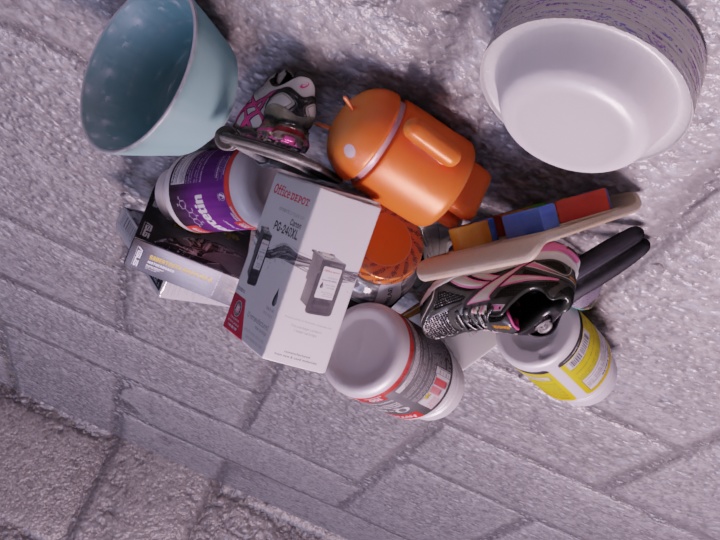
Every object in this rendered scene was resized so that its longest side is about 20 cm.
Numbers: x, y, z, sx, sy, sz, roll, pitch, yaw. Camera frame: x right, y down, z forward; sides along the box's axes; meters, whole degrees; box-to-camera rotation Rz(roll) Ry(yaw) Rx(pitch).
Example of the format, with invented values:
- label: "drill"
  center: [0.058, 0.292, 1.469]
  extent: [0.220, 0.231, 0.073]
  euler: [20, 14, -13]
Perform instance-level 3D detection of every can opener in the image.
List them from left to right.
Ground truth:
- label: "can opener"
  center: [0.249, 0.011, 1.234]
  extent: [0.200, 0.079, 0.063]
  euler: [-35, 146, 16]

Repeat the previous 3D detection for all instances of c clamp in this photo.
- label: "c clamp"
  center: [-0.106, -0.128, 1.185]
  extent: [0.171, 0.027, 0.200]
  euler: [21, 180, 8]

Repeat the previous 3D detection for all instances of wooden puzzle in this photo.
- label: "wooden puzzle"
  center: [0.182, -0.049, 1.163]
  extent: [0.185, 0.200, 0.046]
  euler: [-12, 99, 50]

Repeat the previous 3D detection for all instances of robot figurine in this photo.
- label: "robot figurine"
  center: [0.046, -0.125, 1.174]
  extent: [0.200, 0.117, 0.144]
  euler: [31, -162, -16]

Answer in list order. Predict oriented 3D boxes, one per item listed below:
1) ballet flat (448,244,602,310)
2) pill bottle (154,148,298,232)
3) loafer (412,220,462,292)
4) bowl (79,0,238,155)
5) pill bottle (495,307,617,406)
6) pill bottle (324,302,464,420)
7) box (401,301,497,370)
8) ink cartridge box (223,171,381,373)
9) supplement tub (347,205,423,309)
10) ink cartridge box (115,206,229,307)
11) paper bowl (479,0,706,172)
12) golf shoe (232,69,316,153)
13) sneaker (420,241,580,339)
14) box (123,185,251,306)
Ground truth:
- label: "ballet flat"
  center: [0.212, -0.012, 1.309]
  extent: [0.200, 0.072, 0.072]
  euler: [18, 155, -6]
- label: "pill bottle"
  center: [-0.184, -0.108, 1.402]
  extent: [0.200, 0.113, 0.112]
  euler: [-2, 144, 43]
- label: "loafer"
  center: [0.080, -0.030, 1.364]
  extent: [0.070, 0.070, 0.200]
  euler: [-17, 151, -15]
- label: "bowl"
  center: [-0.214, -0.209, 1.180]
  extent: [0.201, 0.201, 0.105]
  euler: [-1, 164, 41]
- label: "pill bottle"
  center: [0.271, 0.110, 1.417]
  extent: [0.114, 0.114, 0.200]
  euler: [5, 159, 34]
- label: "pill bottle"
  center: [0.048, 0.120, 1.294]
  extent: [0.116, 0.116, 0.200]
  euler: [6, 165, 32]
- label: "box"
  center: [0.112, 0.090, 1.489]
  extent: [0.098, 0.124, 0.200]
  euler: [57, 149, 0]
- label: "ink cartridge box"
  center: [-0.069, -0.004, 1.193]
  extent: [0.083, 0.200, 0.145]
  euler: [17, -176, -27]
- label: "supplement tub"
  center: [0.000, 0.000, 1.312]
  extent: [0.122, 0.123, 0.200]
  euler: [27, 155, -7]
- label: "ink cartridge box"
  center: [-0.241, -0.014, 1.562]
  extent: [0.200, 0.043, 0.198]
  euler: [13, -156, -40]
- label: "paper bowl"
  center: [0.209, -0.169, 0.972]
  extent: [0.201, 0.104, 0.201]
  euler: [19, 153, 10]
- label: "golf shoe"
  center: [-0.094, -0.186, 1.230]
  extent: [0.073, 0.092, 0.200]
  euler: [18, 179, -23]
- label: "sneaker"
  center: [0.152, 0.037, 1.183]
  extent: [0.200, 0.086, 0.080]
  euler: [-27, 123, 28]
- label: "box"
  center: [-0.239, -0.039, 1.488]
  extent: [0.158, 0.200, 0.048]
  euler: [21, 113, -11]
